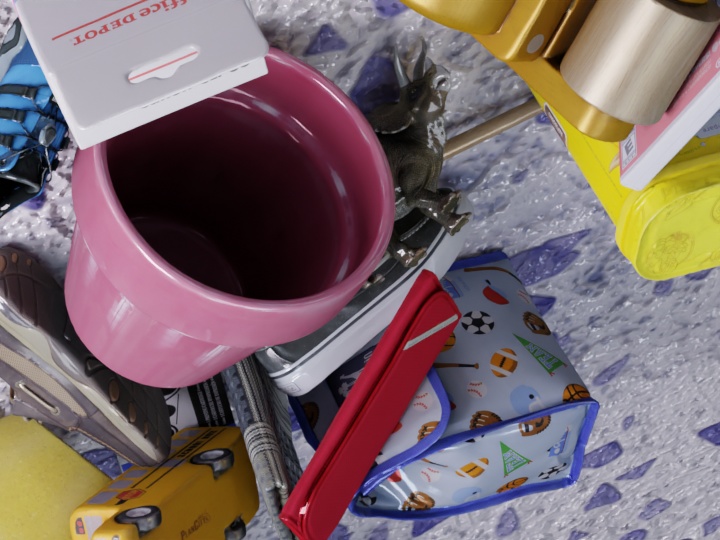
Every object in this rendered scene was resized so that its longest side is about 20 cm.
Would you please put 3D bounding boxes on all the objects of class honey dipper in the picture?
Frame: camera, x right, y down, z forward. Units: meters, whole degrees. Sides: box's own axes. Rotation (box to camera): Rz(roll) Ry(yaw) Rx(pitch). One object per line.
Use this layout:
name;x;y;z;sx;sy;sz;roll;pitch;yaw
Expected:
honey dipper;0.059;-0.084;1.541;0.200;0.038;0.038;-25;144;-6

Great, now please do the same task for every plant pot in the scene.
plant pot;-0.247;0.186;1.570;0.142;0.200;0.200;-53;144;-9
plant pot;-0.102;-0.020;1.401;0.200;0.200;0.179;-3;152;-29

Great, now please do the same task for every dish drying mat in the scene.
dish drying mat;0.009;0.099;1.515;0.200;0.018;0.077;-59;154;-14

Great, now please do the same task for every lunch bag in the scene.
lunch bag;0.050;0.090;1.631;0.200;0.170;0.124;-13;139;-18

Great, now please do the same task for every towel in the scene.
towel;-0.060;0.128;1.591;0.034;0.193;0.200;-19;143;-2

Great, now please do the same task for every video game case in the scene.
video game case;0.203;-0.167;1.380;0.017;0.200;0.143;19;139;-19

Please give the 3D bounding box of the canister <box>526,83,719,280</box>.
canister;0.206;-0.103;1.472;0.148;0.200;0.087;-15;142;-17

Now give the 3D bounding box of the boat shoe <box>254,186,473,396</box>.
boat shoe;0.000;0.000;1.550;0.200;0.072;0.071;-46;113;-21

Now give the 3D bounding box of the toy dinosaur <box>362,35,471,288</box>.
toy dinosaur;0.008;-0.051;1.488;0.200;0.102;0.077;-45;161;11

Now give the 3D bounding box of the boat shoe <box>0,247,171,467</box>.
boat shoe;-0.208;0.066;1.502;0.073;0.075;0.200;-28;120;25

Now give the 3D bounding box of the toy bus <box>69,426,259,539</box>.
toy bus;-0.137;0.171;1.524;0.078;0.065;0.200;-2;-164;25

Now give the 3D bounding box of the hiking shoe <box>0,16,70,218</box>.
hiking shoe;-0.196;-0.089;1.328;0.200;0.087;0.074;-44;141;21

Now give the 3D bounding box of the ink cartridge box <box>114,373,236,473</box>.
ink cartridge box;-0.144;0.108;1.636;0.094;0.044;0.200;-20;144;-8

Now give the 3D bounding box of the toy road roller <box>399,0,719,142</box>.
toy road roller;0.103;-0.175;1.318;0.146;0.200;0.123;-7;134;-47

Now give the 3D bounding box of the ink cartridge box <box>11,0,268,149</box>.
ink cartridge box;-0.128;-0.146;1.205;0.116;0.200;0.068;-23;144;-6
